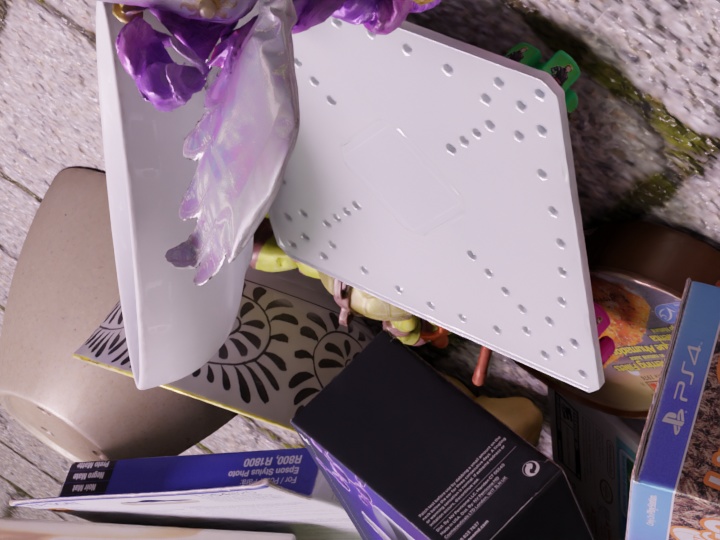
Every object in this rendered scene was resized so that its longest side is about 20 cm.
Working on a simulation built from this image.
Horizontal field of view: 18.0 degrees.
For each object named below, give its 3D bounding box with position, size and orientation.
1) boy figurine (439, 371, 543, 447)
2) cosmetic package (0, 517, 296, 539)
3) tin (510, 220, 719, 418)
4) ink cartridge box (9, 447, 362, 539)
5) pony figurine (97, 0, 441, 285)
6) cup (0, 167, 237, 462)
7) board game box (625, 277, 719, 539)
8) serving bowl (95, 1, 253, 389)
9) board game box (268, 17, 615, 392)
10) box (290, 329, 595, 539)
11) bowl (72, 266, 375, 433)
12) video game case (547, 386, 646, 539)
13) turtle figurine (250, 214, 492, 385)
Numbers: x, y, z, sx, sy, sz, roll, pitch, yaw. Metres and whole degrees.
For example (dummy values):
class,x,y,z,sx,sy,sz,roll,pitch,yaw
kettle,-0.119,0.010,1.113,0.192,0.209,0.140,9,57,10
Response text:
class,x,y,z,sx,sy,sz,roll,pitch,yaw
boy figurine,0.046,0.101,1.405,0.124,0.065,0.200,48,160,-30
cosmetic package,-0.138,0.199,1.413,0.199,0.072,0.105,4,164,1
tin,0.133,0.026,1.123,0.112,0.042,0.200,44,158,-16
ink cartridge box,-0.078,0.140,1.398,0.199,0.041,0.200,-6,161,31
pony figurine,-0.053,-0.118,0.900,0.199,0.167,0.193,25,130,-21
cup,-0.156,0.052,1.489,0.200,0.144,0.200,29,161,11
board game box,0.224,0.102,1.003,0.199,0.097,0.160,15,157,12
serving bowl,-0.092,-0.042,1.154,0.065,0.201,0.200,-5,163,-9
board game box,0.026,-0.050,1.060,0.199,0.026,0.201,24,146,31
box,0.059,0.143,1.232,0.141,0.079,0.200,40,166,38
bowl,-0.060,0.039,1.334,0.200,0.095,0.201,18,176,1
video game case,0.166,0.167,1.241,0.182,0.024,0.201,43,150,45
turtle figurine,0.000,0.000,1.230,0.161,0.065,0.200,25,159,24
